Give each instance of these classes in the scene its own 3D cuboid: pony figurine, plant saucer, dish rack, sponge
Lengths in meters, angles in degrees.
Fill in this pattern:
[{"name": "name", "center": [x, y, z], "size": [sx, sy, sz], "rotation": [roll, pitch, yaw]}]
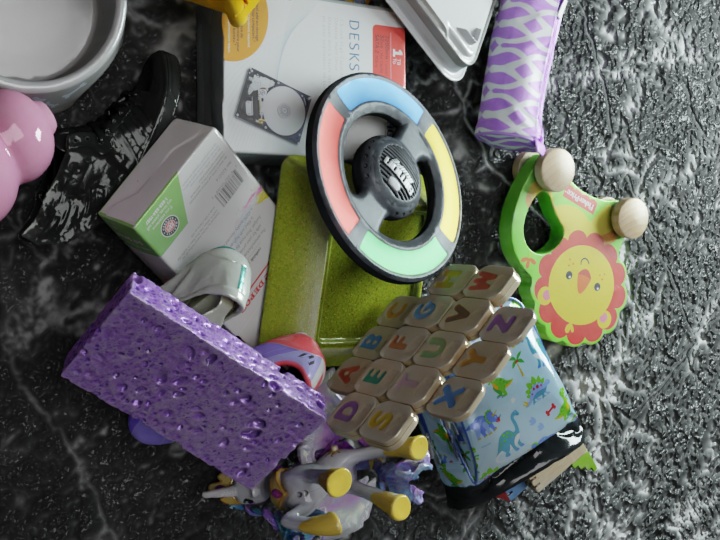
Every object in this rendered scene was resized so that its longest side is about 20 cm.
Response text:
[{"name": "pony figurine", "center": [-0.028, 0.188, 0.909], "size": [0.191, 0.198, 0.170], "rotation": [-13, 93, -42]}, {"name": "plant saucer", "center": [0.000, 0.000, 0.944], "size": [0.197, 0.047, 0.204], "rotation": [2, 98, -45]}, {"name": "dish rack", "center": [0.090, -0.317, 1.007], "size": [0.172, 0.043, 0.202], "rotation": [46, 47, -30]}, {"name": "sponge", "center": [-0.135, 0.096, 0.795], "size": [0.199, 0.111, 0.030], "rotation": [36, 28, -22]}]

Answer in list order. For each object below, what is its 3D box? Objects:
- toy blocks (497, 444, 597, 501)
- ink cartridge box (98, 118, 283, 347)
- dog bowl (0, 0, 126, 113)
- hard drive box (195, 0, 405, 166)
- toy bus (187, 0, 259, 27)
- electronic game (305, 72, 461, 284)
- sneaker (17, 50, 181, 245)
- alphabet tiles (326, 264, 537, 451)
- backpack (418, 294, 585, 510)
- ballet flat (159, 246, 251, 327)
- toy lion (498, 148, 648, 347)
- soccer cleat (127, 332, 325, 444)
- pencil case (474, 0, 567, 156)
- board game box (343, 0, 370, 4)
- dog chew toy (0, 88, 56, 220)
[{"name": "toy blocks", "center": [0.153, 0.175, 1.058], "size": [0.136, 0.100, 0.202], "rotation": [-36, 105, -13]}, {"name": "ink cartridge box", "center": [-0.131, -0.025, 0.890], "size": [0.118, 0.067, 0.201], "rotation": [-54, 133, -20]}, {"name": "dog bowl", "center": [-0.293, -0.237, 0.832], "size": [0.197, 0.058, 0.205], "rotation": [1, 88, -28]}, {"name": "hard drive box", "center": [-0.057, -0.184, 0.950], "size": [0.197, 0.076, 0.159], "rotation": [-1, 89, -29]}, {"name": "toy bus", "center": [-0.094, -0.315, 0.821], "size": [0.190, 0.136, 0.202], "rotation": [29, 77, 15]}, {"name": "electronic game", "center": [0.026, -0.087, 0.898], "size": [0.198, 0.041, 0.204], "rotation": [17, 65, -41]}, {"name": "sneaker", "center": [-0.231, -0.112, 0.861], "size": [0.103, 0.060, 0.204], "rotation": [16, 84, -32]}, {"name": "alphabet tiles", "center": [0.056, 0.069, 0.847], "size": [0.201, 0.194, 0.015], "rotation": [-51, 118, -22]}, {"name": "backpack", "center": [0.121, 0.110, 0.949], "size": [0.161, 0.154, 0.203], "rotation": [-24, 82, -15]}, {"name": "ballet flat", "center": [-0.171, 0.057, 0.825], "size": [0.199, 0.070, 0.070], "rotation": [-37, 110, 19]}, {"name": "toy lion", "center": [0.239, -0.016, 1.124], "size": [0.198, 0.068, 0.195], "rotation": [27, 83, -25]}, {"name": "soccer cleat", "center": [-0.124, 0.112, 0.863], "size": [0.197, 0.077, 0.068], "rotation": [-20, 107, 7]}, {"name": "pencil case", "center": [0.184, -0.232, 1.073], "size": [0.084, 0.084, 0.204], "rotation": [11, 91, -63]}, {"name": "board game box", "center": [-0.049, -0.373, 0.984], "size": [0.199, 0.034, 0.136], "rotation": [35, 72, -24]}, {"name": "dog chew toy", "center": [-0.332, -0.076, 0.769], "size": [0.199, 0.124, 0.126], "rotation": [-37, 106, -26]}]
